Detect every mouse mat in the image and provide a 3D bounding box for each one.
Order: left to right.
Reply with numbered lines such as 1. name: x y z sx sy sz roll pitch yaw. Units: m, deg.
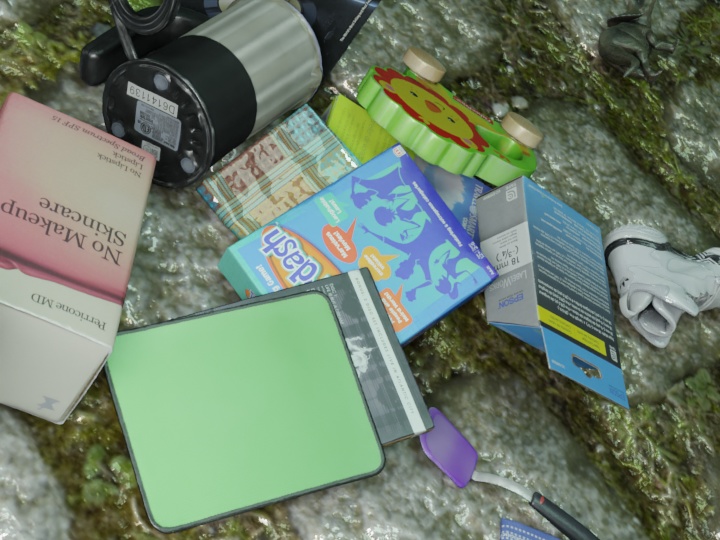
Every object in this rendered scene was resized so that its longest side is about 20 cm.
1. mouse mat: -0.089 0.104 1.082 0.199 0.008 0.162 -12 71 -24

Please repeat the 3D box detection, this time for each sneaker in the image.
1. sneaker: 0.349 0.030 1.489 0.199 0.075 0.116 18 47 -18

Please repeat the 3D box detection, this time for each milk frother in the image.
1. milk frother: -0.134 -0.210 1.226 0.180 0.200 0.188 40 41 5

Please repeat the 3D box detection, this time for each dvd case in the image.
1. dvd case: -0.054 0.087 1.116 0.199 0.016 0.150 -15 72 -25

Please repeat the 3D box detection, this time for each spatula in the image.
1. spatula: 0.133 0.192 1.211 0.199 0.021 0.057 33 36 0

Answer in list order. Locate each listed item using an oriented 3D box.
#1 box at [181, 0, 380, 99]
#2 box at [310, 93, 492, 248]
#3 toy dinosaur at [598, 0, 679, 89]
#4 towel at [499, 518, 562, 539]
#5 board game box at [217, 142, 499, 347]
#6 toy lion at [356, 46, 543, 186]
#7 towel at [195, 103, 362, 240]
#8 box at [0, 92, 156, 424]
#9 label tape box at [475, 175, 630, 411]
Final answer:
1. box: -0.064 -0.288 1.344 0.163 0.200 0.086 31 42 -12
2. box: 0.040 -0.074 1.356 0.199 0.048 0.122 30 43 -13
3. toy dinosaur: 0.337 -0.277 1.757 0.102 0.077 0.200 32 45 7
4. towel: 0.171 0.312 1.150 0.144 0.024 0.201 25 42 -15
5. board game box: 0.000 0.000 1.211 0.199 0.045 0.152 -34 82 -27
6. toy lion: 0.088 -0.141 1.389 0.199 0.069 0.192 32 21 -8
7. towel: -0.031 -0.039 1.252 0.147 0.022 0.200 -40 87 -29
8. box: -0.241 -0.011 1.039 0.127 0.109 0.201 23 44 -20
9. label tape box: 0.181 0.031 1.328 0.144 0.063 0.201 28 49 -43
